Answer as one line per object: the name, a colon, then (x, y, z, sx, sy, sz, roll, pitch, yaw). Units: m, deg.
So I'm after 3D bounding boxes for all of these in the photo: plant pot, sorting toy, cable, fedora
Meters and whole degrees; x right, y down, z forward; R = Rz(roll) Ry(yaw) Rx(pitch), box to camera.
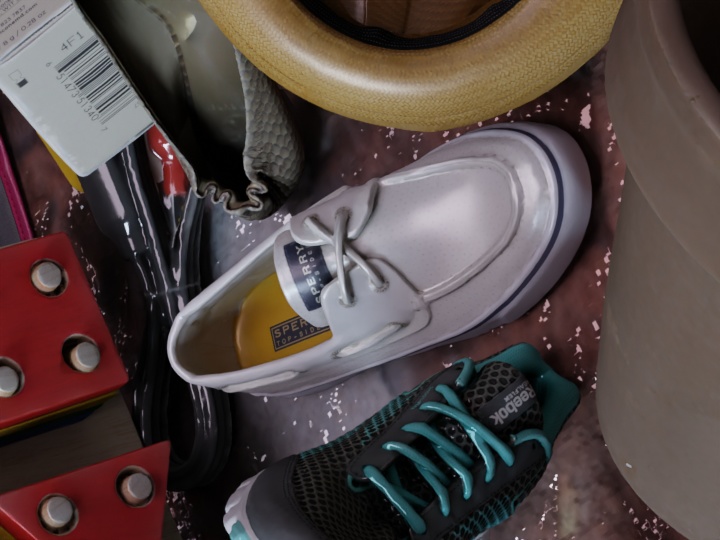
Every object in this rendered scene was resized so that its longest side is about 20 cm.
plant pot: (0.153, -0.001, 0.753, 0.200, 0.200, 0.175, 52, 143, 28)
sorting toy: (-0.163, 0.091, 0.990, 0.070, 0.200, 0.199, -37, 74, 53)
cable: (-0.078, -0.010, 1.065, 0.097, 0.050, 0.200, -20, 91, 27)
fedora: (0.023, -0.154, 0.895, 0.200, 0.082, 0.201, 1, 102, 7)

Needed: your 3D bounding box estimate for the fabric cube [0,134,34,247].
fabric cube: (-0.296, -0.024, 1.150, 0.199, 0.196, 0.200, -29, 73, 42)

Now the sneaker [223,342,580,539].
sneaker: (0.021, 0.068, 0.865, 0.078, 0.200, 0.091, 44, 109, 6)

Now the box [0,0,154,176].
box: (-0.149, -0.132, 1.048, 0.068, 0.082, 0.200, -38, 50, -1)

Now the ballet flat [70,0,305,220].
ballet flat: (-0.070, -0.083, 0.948, 0.067, 0.200, 0.046, -1, 54, 20)

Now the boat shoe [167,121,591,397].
boat shoe: (0.000, 0.000, 0.955, 0.200, 0.070, 0.071, -26, 75, 42)
